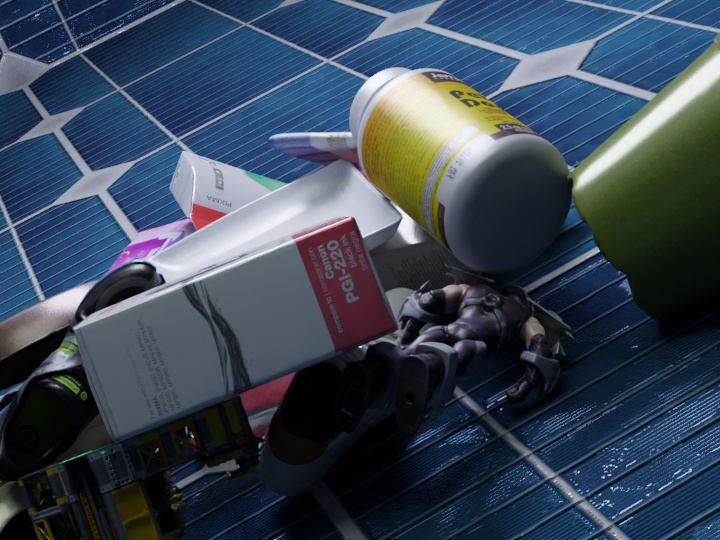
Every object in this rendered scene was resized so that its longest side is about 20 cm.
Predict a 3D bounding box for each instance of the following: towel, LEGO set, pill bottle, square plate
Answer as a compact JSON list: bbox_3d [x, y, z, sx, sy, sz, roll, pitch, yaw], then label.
[{"bbox_3d":[0.035,-0.105,1.405,0.197,0.024,0.147,2,-2,20],"label":"towel"},{"bbox_3d":[-0.150,0.174,1.113,0.153,0.117,0.199,-18,-3,-46],"label":"LEGO set"},{"bbox_3d":[0.069,-0.086,1.221,0.109,0.110,0.200,-30,38,-13],"label":"pill bottle"},{"bbox_3d":[-0.073,-0.016,1.297,0.198,0.029,0.198,-28,23,-5],"label":"square plate"}]

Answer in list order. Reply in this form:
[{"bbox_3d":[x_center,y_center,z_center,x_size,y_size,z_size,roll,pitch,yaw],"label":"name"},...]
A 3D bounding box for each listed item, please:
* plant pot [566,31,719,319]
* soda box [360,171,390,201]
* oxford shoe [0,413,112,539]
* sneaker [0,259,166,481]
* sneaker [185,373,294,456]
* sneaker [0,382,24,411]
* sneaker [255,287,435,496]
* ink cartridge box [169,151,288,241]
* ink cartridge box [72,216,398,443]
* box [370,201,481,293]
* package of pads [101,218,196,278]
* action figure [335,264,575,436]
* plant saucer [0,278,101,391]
[{"bbox_3d":[0.255,-0.065,1.119,0.189,0.201,0.200,-33,18,14],"label":"plant pot"},{"bbox_3d":[0.029,-0.105,1.588,0.063,0.071,0.200,-16,23,20],"label":"soda box"},{"bbox_3d":[-0.237,0.173,1.255,0.073,0.071,0.200,27,56,39],"label":"oxford shoe"},{"bbox_3d":[-0.210,0.082,1.200,0.200,0.071,0.083,-52,16,-7],"label":"sneaker"},{"bbox_3d":[-0.058,0.074,1.235,0.198,0.087,0.074,-23,22,6],"label":"sneaker"},{"bbox_3d":[-0.251,0.107,1.399,0.198,0.075,0.088,-11,19,34],"label":"sneaker"},{"bbox_3d":[0.001,0.075,1.152,0.200,0.072,0.085,-51,-11,-35],"label":"sneaker"},{"bbox_3d":[-0.089,-0.052,1.495,0.159,0.051,0.200,18,8,-19],"label":"ink cartridge box"},{"bbox_3d":[-0.086,0.035,1.073,0.198,0.086,0.146,-23,4,-4],"label":"ink cartridge box"},{"bbox_3d":[0.000,0.000,1.341,0.198,0.082,0.069,-13,41,24],"label":"box"},{"bbox_3d":[-0.196,0.025,1.523,0.119,0.076,0.200,-13,24,22],"label":"package of pads"},{"bbox_3d":[0.067,0.055,1.111,0.129,0.070,0.199,16,26,33],"label":"action figure"},{"bbox_3d":[-0.266,0.055,1.323,0.199,0.035,0.200,-27,-5,-3],"label":"plant saucer"}]
